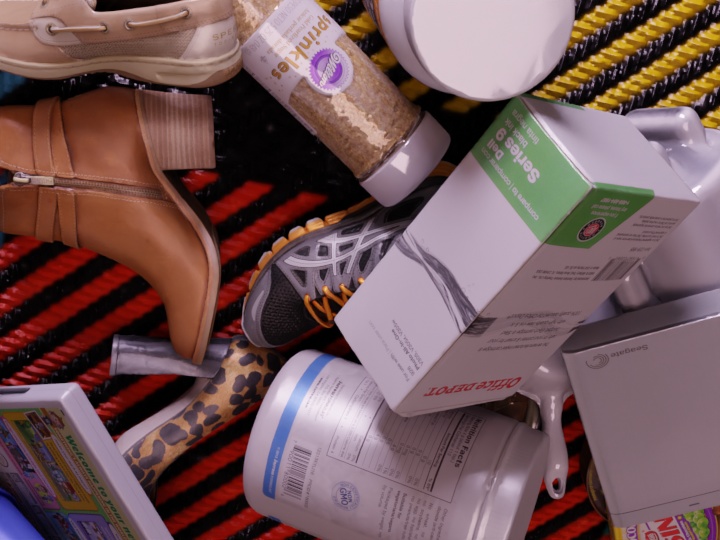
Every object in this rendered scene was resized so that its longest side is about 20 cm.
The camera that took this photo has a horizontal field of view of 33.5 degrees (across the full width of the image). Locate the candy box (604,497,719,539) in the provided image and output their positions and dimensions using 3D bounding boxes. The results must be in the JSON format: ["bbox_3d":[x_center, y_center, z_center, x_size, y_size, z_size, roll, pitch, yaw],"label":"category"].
[{"bbox_3d":[0.252,0.190,0.977,0.101,0.026,0.202,-12,114,3],"label":"candy box"}]

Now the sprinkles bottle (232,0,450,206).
[{"bbox_3d":[-0.030,-0.134,0.807,0.200,0.068,0.068,43,103,-12],"label":"sprinkles bottle"}]

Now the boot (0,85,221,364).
[{"bbox_3d":[-0.177,-0.027,0.842,0.153,0.077,0.203,-3,111,-7],"label":"boot"}]

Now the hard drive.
[{"bbox_3d":[0.230,0.107,0.880,0.130,0.027,0.201,-16,128,10],"label":"hard drive"}]

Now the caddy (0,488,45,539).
[{"bbox_3d":[-0.295,0.250,0.886,0.141,0.104,0.202,-35,145,-37],"label":"caddy"}]

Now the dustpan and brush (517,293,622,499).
[{"bbox_3d":[0.145,0.070,0.910,0.138,0.057,0.203,-2,76,-16],"label":"dustpan and brush"}]

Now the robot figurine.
[{"bbox_3d":[0.245,-0.023,0.876,0.169,0.113,0.201,-41,114,-19],"label":"robot figurine"}]

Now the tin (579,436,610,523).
[{"bbox_3d":[0.272,0.134,0.988,0.199,0.042,0.112,-36,116,10],"label":"tin"}]

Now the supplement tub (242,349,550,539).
[{"bbox_3d":[0.026,0.147,0.876,0.198,0.132,0.133,18,113,16],"label":"supplement tub"}]

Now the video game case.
[{"bbox_3d":[-0.226,0.170,0.897,0.180,0.022,0.202,-6,120,38],"label":"video game case"}]

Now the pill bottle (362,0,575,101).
[{"bbox_3d":[0.061,-0.176,0.742,0.115,0.200,0.118,-2,113,-5],"label":"pill bottle"}]

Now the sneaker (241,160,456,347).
[{"bbox_3d":[0.000,0.000,0.866,0.199,0.078,0.078,-34,140,9],"label":"sneaker"}]

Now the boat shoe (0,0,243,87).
[{"bbox_3d":[-0.171,-0.165,0.767,0.197,0.072,0.065,6,126,12],"label":"boat shoe"}]

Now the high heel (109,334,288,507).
[{"bbox_3d":[-0.126,0.146,0.929,0.141,0.072,0.202,3,109,-9],"label":"high heel"}]

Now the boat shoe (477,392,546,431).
[{"bbox_3d":[0.084,0.172,0.967,0.071,0.076,0.202,19,100,-10],"label":"boat shoe"}]

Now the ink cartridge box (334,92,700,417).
[{"bbox_3d":[0.098,-0.006,0.769,0.145,0.084,0.200,1,136,-51],"label":"ink cartridge box"}]
